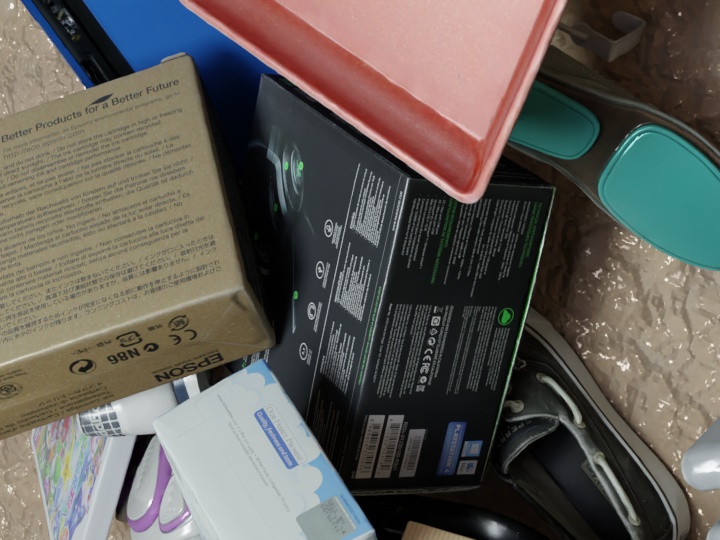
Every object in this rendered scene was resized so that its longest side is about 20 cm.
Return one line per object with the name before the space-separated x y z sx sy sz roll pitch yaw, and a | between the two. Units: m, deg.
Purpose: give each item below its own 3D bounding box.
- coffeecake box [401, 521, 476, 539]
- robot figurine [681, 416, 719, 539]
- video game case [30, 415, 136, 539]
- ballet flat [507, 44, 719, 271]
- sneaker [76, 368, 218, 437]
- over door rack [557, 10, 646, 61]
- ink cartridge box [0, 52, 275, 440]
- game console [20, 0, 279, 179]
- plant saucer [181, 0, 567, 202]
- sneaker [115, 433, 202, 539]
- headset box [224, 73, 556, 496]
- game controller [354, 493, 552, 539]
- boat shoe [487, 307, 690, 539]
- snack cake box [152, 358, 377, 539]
coffeecake box | 0.088 0.231 0.802 0.152 0.073 0.201 13 141 16
robot figurine | 0.249 0.089 0.715 0.199 0.113 0.171 -13 104 38
video game case | -0.189 0.108 1.057 0.200 0.018 0.144 -123 47 -58
ballet flat | 0.125 -0.073 0.803 0.199 0.064 0.068 30 127 -10
sneaker | -0.136 0.038 0.976 0.080 0.200 0.077 -19 111 0
over door rack | 0.059 -0.195 0.782 0.198 0.067 0.149 21 134 10
ink cartridge box | -0.162 -0.010 0.874 0.198 0.075 0.166 -18 57 4
game console | -0.122 -0.152 0.957 0.201 0.118 0.171 57 172 -33
plant saucer | 0.019 -0.167 0.721 0.199 0.037 0.201 36 125 21
sneaker | -0.095 0.141 0.968 0.200 0.099 0.075 173 120 -77
headset box | 0.000 0.000 0.874 0.200 0.092 0.176 38 121 55
game controller | 0.052 0.150 0.864 0.104 0.042 0.199 43 157 -24
boat shoe | 0.096 0.083 0.866 0.200 0.063 0.071 46 121 24
snack cake box | -0.037 0.153 0.819 0.115 0.067 0.201 53 164 33
